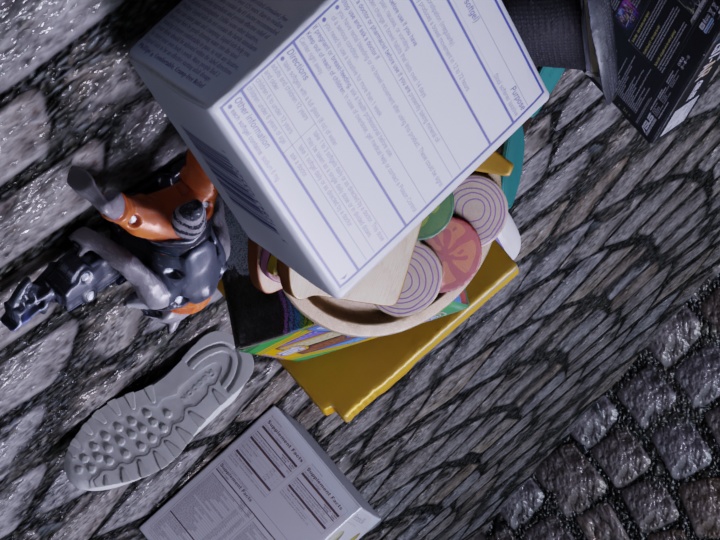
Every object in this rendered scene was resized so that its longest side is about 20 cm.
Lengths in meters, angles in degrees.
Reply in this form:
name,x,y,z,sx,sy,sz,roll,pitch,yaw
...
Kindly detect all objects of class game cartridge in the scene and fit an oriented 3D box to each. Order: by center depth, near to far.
name,x,y,z,sx,sy,sz,roll,pitch,yaw
game cartridge,0.000,0.000,1.726,0.200,0.177,0.032,-40,166,-3

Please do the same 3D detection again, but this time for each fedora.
name,x,y,z,sx,sy,sz,roll,pitch,yaw
fedora,0.144,-0.213,1.614,0.091,0.203,0.201,-6,167,6

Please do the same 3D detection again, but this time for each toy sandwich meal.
name,x,y,z,sx,sy,sz,roll,pitch,yaw
toy sandwich meal,0.020,-0.036,1.465,0.203,0.070,0.207,-10,113,-23

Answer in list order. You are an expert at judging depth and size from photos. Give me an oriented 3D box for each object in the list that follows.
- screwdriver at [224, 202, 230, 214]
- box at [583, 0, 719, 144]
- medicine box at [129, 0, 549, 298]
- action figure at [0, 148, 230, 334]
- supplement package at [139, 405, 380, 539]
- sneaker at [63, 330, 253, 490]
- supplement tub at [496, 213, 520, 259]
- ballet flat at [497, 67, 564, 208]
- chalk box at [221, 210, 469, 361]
name,x,y,z,sx,sy,sz,roll,pitch,yaw
screwdriver,-0.049,-0.114,1.571,0.200,0.028,0.029,-47,136,12
box,0.232,-0.220,1.734,0.043,0.160,0.200,-33,163,-26
medicine box,-0.009,-0.122,1.304,0.200,0.103,0.183,-44,133,-11
action figure,-0.149,-0.012,1.450,0.200,0.105,0.194,-40,156,-18
supplement package,-0.107,0.278,2.311,0.200,0.151,0.152,-42,166,-1
sneaker,-0.179,0.136,1.873,0.199,0.077,0.081,-34,173,-25
supplement tub,0.023,-0.011,1.815,0.200,0.146,0.146,-40,166,-6
ballet flat,0.116,-0.131,1.759,0.068,0.075,0.201,69,37,-52
chalk box,0.003,-0.018,1.621,0.198,0.126,0.124,-17,169,19
